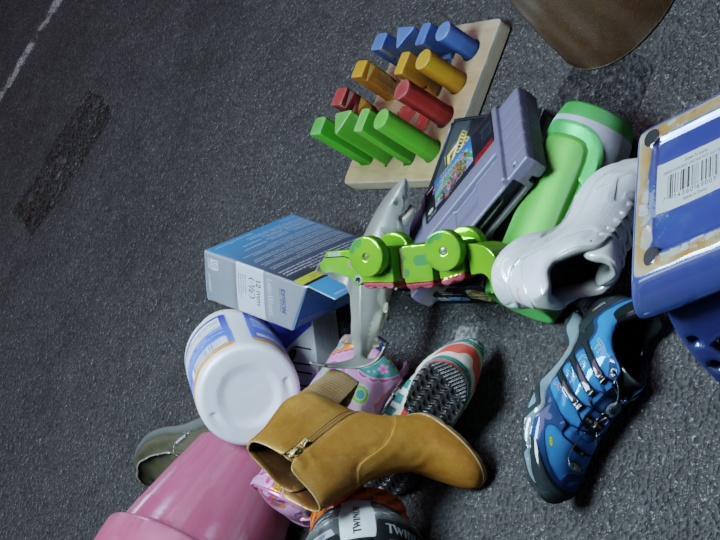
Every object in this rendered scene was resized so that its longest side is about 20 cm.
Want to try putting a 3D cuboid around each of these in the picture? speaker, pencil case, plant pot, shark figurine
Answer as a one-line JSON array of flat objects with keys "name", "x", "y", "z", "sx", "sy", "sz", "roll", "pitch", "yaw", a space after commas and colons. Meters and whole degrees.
[{"name": "speaker", "x": 0.191, "y": -0.056, "z": 1.685, "sx": 0.088, "sy": 0.088, "sz": 0.202, "roll": 11, "pitch": 75, "yaw": 58}, {"name": "pencil case", "x": -0.030, "y": 0.162, "z": 1.811, "sx": 0.087, "sy": 0.087, "sz": 0.201, "roll": 2, "pitch": 55, "yaw": 56}, {"name": "plant pot", "x": 0.322, "y": -0.037, "z": 1.380, "sx": 0.199, "sy": 0.179, "sz": 0.202, "roll": -25, "pitch": 47, "yaw": 44}, {"name": "shark figurine", "x": -0.006, "y": 0.022, "z": 1.781, "sx": 0.128, "sy": 0.089, "sz": 0.216, "roll": 103, "pitch": -179, "yaw": -65}, {"name": "plant pot", "x": -0.162, "y": 0.280, "z": 1.861, "sx": 0.199, "sy": 0.200, "sz": 0.180, "roll": -9, "pitch": 42, "yaw": 53}, {"name": "plant pot", "x": 0.198, "y": -0.335, "z": 1.787, "sx": 0.186, "sy": 0.199, "sz": 0.188, "roll": -36, "pitch": 38, "yaw": 35}]

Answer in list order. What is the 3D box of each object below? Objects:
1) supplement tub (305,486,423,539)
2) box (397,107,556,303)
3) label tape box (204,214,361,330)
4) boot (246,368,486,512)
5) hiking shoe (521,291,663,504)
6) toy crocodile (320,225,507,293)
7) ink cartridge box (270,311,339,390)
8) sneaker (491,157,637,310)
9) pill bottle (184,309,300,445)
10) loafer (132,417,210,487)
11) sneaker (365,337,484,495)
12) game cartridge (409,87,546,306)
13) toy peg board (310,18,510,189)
[{"name": "supplement tub", "x": 0.007, "y": 0.308, "z": 1.628, "sx": 0.122, "sy": 0.122, "sz": 0.201, "roll": -42, "pitch": 36, "yaw": 29}, {"name": "box", "x": 0.125, "y": -0.064, "z": 1.827, "sx": 0.158, "sy": 0.046, "sz": 0.202, "roll": 0, "pitch": 66, "yaw": 57}, {"name": "label tape box", "x": -0.052, "y": 0.008, "z": 1.923, "sx": 0.199, "sy": 0.143, "sz": 0.067, "roll": 21, "pitch": 121, "yaw": 38}, {"name": "boot", "x": 0.004, "y": 0.183, "z": 1.650, "sx": 0.144, "sy": 0.200, "sz": 0.071, "roll": -45, "pitch": -22, "yaw": -43}, {"name": "hiking shoe", "x": 0.202, "y": 0.107, "z": 1.544, "sx": 0.086, "sy": 0.074, "sz": 0.202, "roll": -4, "pitch": 62, "yaw": 56}, {"name": "toy crocodile", "x": 0.054, "y": -0.007, "z": 1.669, "sx": 0.198, "sy": 0.067, "sz": 0.063, "roll": -4, "pitch": 93, "yaw": 27}, {"name": "ink cartridge box", "x": -0.067, "y": 0.104, "z": 1.980, "sx": 0.094, "sy": 0.044, "sz": 0.201, "roll": -42, "pitch": 34, "yaw": 28}, {"name": "sneaker", "x": 0.218, "y": -0.023, "z": 1.591, "sx": 0.200, "sy": 0.078, "sz": 0.099, "roll": -41, "pitch": 29, "yaw": -12}, {"name": "pill bottle", "x": -0.132, "y": 0.106, "z": 1.903, "sx": 0.113, "sy": 0.111, "sz": 0.200, "roll": -58, "pitch": 15, "yaw": 6}, {"name": "loafer", "x": -0.201, "y": 0.221, "z": 2.058, "sx": 0.199, "sy": 0.075, "sz": 0.070, "roll": -29, "pitch": 39, "yaw": 43}, {"name": "sneaker", "x": 0.064, "y": 0.143, "z": 1.749, "sx": 0.093, "sy": 0.070, "sz": 0.200, "roll": -43, "pitch": -11, "yaw": -51}, {"name": "game cartridge", "x": 0.110, "y": -0.074, "z": 1.743, "sx": 0.200, "sy": 0.038, "sz": 0.130, "roll": -52, "pitch": 27, "yaw": 31}, {"name": "toy peg board", "x": 0.046, "y": -0.205, "z": 2.010, "sx": 0.199, "sy": 0.097, "sz": 0.201, "roll": 2, "pitch": 68, "yaw": 56}]
